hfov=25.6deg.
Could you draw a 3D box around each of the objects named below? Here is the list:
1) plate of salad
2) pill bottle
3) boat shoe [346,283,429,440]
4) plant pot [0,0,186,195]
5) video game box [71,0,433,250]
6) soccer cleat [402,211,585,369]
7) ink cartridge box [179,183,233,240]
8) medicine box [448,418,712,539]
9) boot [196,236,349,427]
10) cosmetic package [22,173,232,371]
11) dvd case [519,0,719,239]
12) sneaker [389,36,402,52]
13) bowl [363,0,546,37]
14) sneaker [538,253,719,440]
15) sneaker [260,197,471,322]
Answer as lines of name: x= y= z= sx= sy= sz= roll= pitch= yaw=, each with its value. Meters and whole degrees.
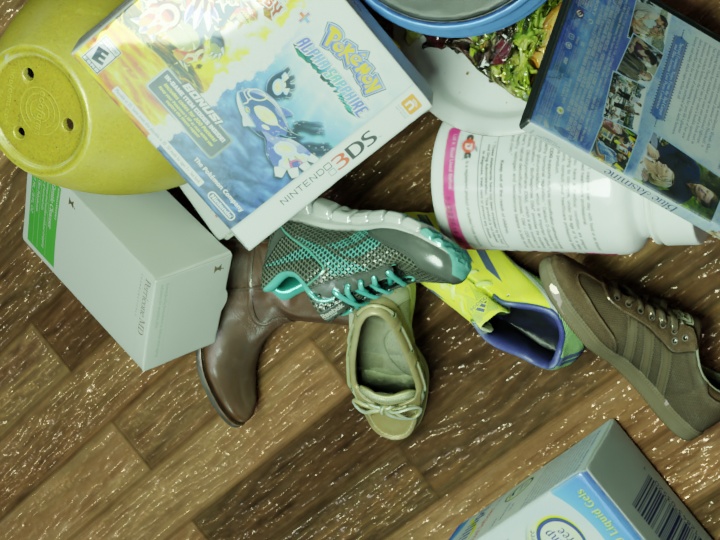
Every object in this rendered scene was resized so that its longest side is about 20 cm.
plate of salad: x=0.108 y=-0.201 z=1.183 sx=0.198 sy=0.048 sz=0.202 roll=-5 pitch=80 yaw=29
pill bottle: x=0.163 y=-0.070 z=1.207 sx=0.198 sy=0.113 sz=0.115 roll=2 pitch=111 yaw=26
boat shoe: x=0.020 y=0.081 z=1.333 sx=0.072 sy=0.063 sz=0.202 roll=6 pitch=135 yaw=6
plant pot: x=-0.214 y=-0.141 z=1.248 sx=0.198 sy=0.142 sz=0.202 roll=10 pitch=114 yaw=25
video game box: x=-0.076 y=-0.143 z=1.149 sx=0.182 sy=0.047 sz=0.200 roll=-38 pitch=108 yaw=14
soccer cleat: x=0.095 y=0.014 z=1.291 sx=0.199 sy=0.084 sz=0.065 roll=31 pitch=120 yaw=13
ink cartridge box: x=-0.111 y=-0.149 z=1.327 sx=0.145 sy=0.087 sz=0.201 roll=-34 pitch=91 yaw=33
medicine box: x=0.187 y=0.262 z=1.333 sx=0.200 sy=0.103 sz=0.183 roll=-41 pitch=89 yaw=31
boot: x=-0.049 y=0.050 z=1.394 sx=0.198 sy=0.064 sz=0.188 roll=-4 pitch=110 yaw=22
cosmetic package: x=-0.206 y=-0.022 z=1.380 sx=0.200 sy=0.084 sz=0.108 roll=42 pitch=136 yaw=33
dvd case: x=0.217 y=-0.115 z=1.117 sx=0.199 sy=0.144 sz=0.018 roll=27 pitch=156 yaw=-13
sneaker: x=-0.048 y=-0.119 z=1.234 sx=0.199 sy=0.073 sz=0.078 roll=-24 pitch=76 yaw=11
bowl: x=0.062 y=-0.265 z=1.108 sx=0.199 sy=0.039 sz=0.203 roll=3 pitch=101 yaw=18
sneaker: x=0.223 y=0.044 z=1.241 sx=0.075 sy=0.071 sz=0.200 roll=-40 pitch=111 yaw=18
sneaker: x=0.000 y=0.000 z=1.237 sx=0.199 sy=0.077 sz=0.092 roll=11 pitch=77 yaw=42
